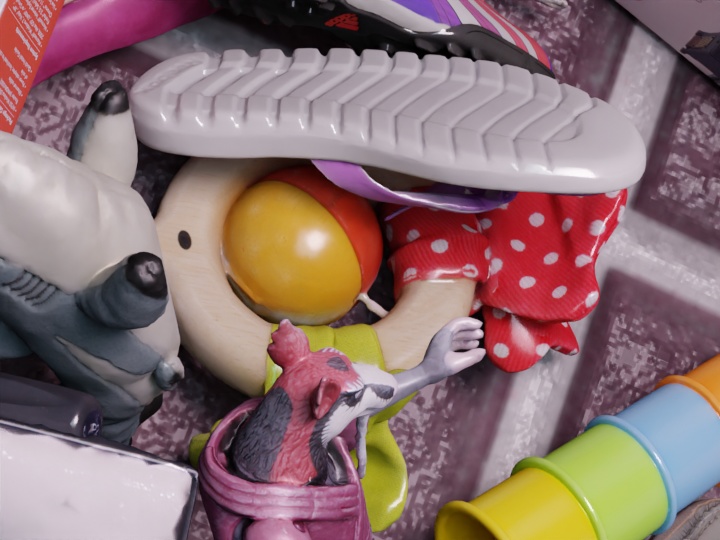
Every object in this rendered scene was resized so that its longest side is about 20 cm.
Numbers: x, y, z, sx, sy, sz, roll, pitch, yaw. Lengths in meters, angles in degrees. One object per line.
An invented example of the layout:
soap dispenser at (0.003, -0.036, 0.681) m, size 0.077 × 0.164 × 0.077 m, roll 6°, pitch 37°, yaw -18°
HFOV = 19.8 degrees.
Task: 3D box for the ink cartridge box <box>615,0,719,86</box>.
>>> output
ink cartridge box at (0.212, -0.113, 0.860) m, size 0.199 × 0.145 × 0.085 m, roll 37°, pitch 72°, yaw -8°

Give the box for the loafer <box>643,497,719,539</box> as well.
loafer at (0.122, 0.173, 0.811) m, size 0.072 × 0.063 × 0.201 m, roll 40°, pitch 61°, yaw -12°

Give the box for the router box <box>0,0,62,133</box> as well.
router box at (-0.198, -0.143, 0.742) m, size 0.198 × 0.049 × 0.181 m, roll 17°, pitch 76°, yaw 12°

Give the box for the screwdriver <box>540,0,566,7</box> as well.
screwdriver at (-0.001, -0.152, 0.854) m, size 0.198 × 0.028 × 0.029 m, roll 17°, pitch 109°, yaw -11°

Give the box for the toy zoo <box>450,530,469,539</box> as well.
toy zoo at (0.039, 0.223, 0.815) m, size 0.131 × 0.020 × 0.201 m, roll -30°, pitch 91°, yaw -20°

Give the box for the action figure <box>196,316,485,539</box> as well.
action figure at (-0.026, 0.094, 0.684) m, size 0.147 × 0.201 × 0.135 m, roll -3°, pitch 37°, yaw 3°

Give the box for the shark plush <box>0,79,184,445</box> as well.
shark plush at (-0.109, 0.012, 0.730) m, size 0.082 × 0.200 × 0.092 m, roll -13°, pitch 63°, yaw -5°

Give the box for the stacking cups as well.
stacking cups at (0.125, 0.077, 0.836) m, size 0.199 × 0.060 × 0.061 m, roll -26°, pitch 89°, yaw -27°

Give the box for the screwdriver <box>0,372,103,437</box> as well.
screwdriver at (-0.183, 0.041, 0.724) m, size 0.198 × 0.029 × 0.028 m, roll 7°, pitch 111°, yaw 16°

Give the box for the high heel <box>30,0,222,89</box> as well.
high heel at (-0.130, -0.077, 0.806) m, size 0.200 × 0.067 × 0.096 m, roll -51°, pitch 137°, yaw -8°

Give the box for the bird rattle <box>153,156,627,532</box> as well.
bird rattle at (0.000, 0.000, 0.804) m, size 0.163 × 0.113 × 0.200 m, roll 40°, pitch 68°, yaw 10°

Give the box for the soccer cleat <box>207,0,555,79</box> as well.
soccer cleat at (0.006, -0.120, 0.814) m, size 0.199 × 0.068 × 0.074 m, roll 21°, pitch 68°, yaw -37°

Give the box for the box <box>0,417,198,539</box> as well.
box at (-0.147, 0.155, 0.675) m, size 0.122 × 0.198 × 0.202 m, roll 16°, pitch 76°, yaw -16°

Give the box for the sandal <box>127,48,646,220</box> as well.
sandal at (0.010, -0.047, 0.780) m, size 0.201 × 0.050 × 0.083 m, roll 10°, pitch 34°, yaw 18°
